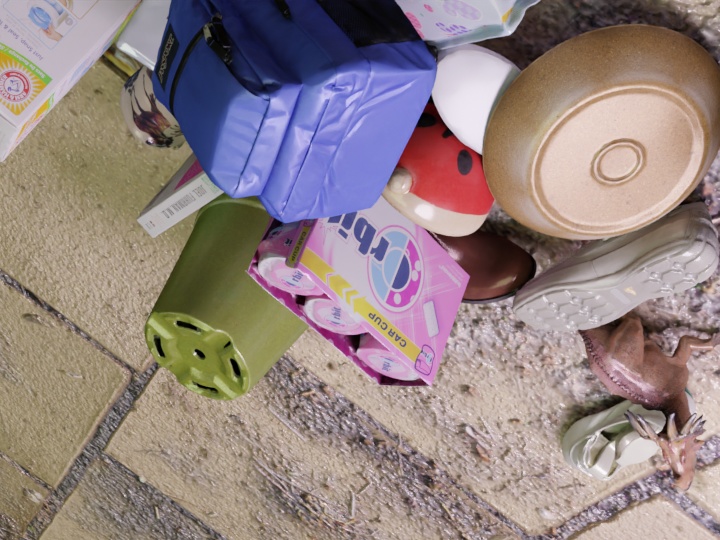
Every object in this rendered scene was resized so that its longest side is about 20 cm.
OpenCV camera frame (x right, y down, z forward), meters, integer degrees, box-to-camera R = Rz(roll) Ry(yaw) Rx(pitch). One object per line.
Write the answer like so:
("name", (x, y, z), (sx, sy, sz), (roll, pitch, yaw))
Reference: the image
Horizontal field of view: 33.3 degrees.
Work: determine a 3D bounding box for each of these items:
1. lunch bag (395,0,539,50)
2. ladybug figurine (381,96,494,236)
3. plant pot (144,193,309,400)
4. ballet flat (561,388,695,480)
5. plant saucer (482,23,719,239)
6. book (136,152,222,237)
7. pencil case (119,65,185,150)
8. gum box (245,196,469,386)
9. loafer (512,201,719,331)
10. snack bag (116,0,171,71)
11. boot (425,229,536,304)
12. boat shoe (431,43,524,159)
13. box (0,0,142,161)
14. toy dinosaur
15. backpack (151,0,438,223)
("lunch bag", (0.047, -0.259, 0.873), (0.170, 0.127, 0.200), (48, 165, -17))
("ladybug figurine", (0.063, -0.096, 0.998), (0.136, 0.200, 0.072), (45, 112, -1))
("plant pot", (-0.121, 0.024, 1.231), (0.198, 0.191, 0.201), (18, 139, 16))
("ballet flat", (0.262, 0.176, 1.230), (0.069, 0.070, 0.200), (37, 141, -6))
("plant saucer", (0.195, -0.093, 0.935), (0.198, 0.036, 0.201), (-5, 132, -6))
("book", (-0.120, -0.113, 1.131), (0.048, 0.134, 0.199), (47, 140, -16))
("pencil case", (-0.145, -0.179, 1.100), (0.090, 0.078, 0.199), (52, 140, -8))
("gum box", (0.000, 0.000, 1.026), (0.066, 0.114, 0.200), (-4, 144, 43))
("loafer", (0.221, -0.002, 1.057), (0.199, 0.070, 0.070), (-22, 131, 35))
("snack bag", (-0.082, -0.213, 0.990), (0.188, 0.021, 0.201), (37, 96, -5))
("boot", (0.052, -0.051, 1.090), (0.187, 0.069, 0.200), (22, 164, 32))
("boat shoe", (0.127, -0.127, 0.965), (0.199, 0.066, 0.072), (24, 116, -30))
("box", (-0.288, -0.211, 1.073), (0.101, 0.201, 0.112), (41, 155, -12))
("toy dinosaur", (0.251, 0.094, 1.095), (0.199, 0.136, 0.086), (34, 141, -1))
("backpack", (-0.064, -0.159, 0.871), (0.201, 0.167, 0.163), (58, 135, 29))
